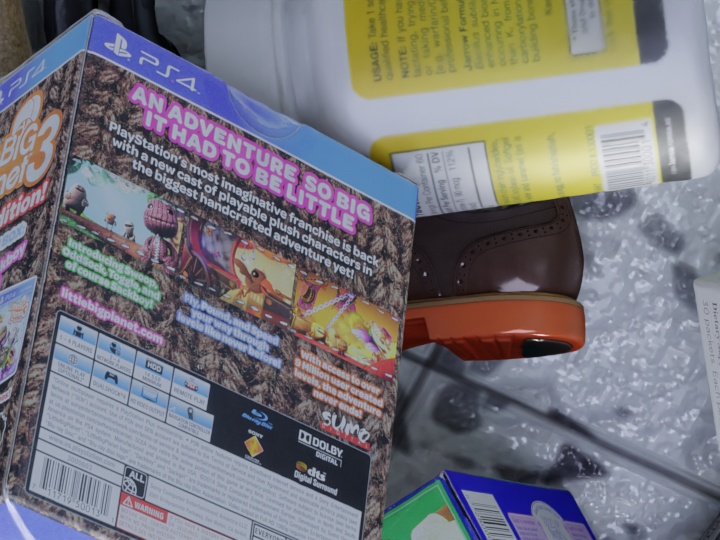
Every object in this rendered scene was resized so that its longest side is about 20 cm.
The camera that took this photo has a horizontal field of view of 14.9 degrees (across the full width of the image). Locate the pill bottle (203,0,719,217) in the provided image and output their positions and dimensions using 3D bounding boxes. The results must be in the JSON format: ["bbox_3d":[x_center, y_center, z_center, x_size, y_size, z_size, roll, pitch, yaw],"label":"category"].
[{"bbox_3d":[0.042,-0.082,1.125,0.199,0.114,0.115,-7,112,6],"label":"pill bottle"}]

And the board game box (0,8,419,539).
[{"bbox_3d":[-0.076,0.036,1.026,0.159,0.201,0.097,27,144,-30],"label":"board game box"}]

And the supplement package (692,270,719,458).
[{"bbox_3d":[0.242,0.086,1.133,0.155,0.111,0.201,-16,102,-26],"label":"supplement package"}]

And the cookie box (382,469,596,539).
[{"bbox_3d":[0.001,0.171,1.198,0.200,0.171,0.075,-34,72,15],"label":"cookie box"}]

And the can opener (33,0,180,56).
[{"bbox_3d":[-0.107,-0.116,1.146,0.063,0.079,0.201,-6,101,-1],"label":"can opener"}]

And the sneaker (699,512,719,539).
[{"bbox_3d":[0.148,0.164,1.203,0.074,0.082,0.201,24,87,18],"label":"sneaker"}]

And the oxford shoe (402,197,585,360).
[{"bbox_3d":[0.000,0.000,1.198,0.199,0.071,0.073,0,78,11],"label":"oxford shoe"}]

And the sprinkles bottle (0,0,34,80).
[{"bbox_3d":[-0.154,-0.035,1.120,0.068,0.068,0.201,-7,111,6],"label":"sprinkles bottle"}]

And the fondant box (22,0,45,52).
[{"bbox_3d":[-0.234,-0.083,1.171,0.199,0.058,0.145,-5,112,6],"label":"fondant box"}]
